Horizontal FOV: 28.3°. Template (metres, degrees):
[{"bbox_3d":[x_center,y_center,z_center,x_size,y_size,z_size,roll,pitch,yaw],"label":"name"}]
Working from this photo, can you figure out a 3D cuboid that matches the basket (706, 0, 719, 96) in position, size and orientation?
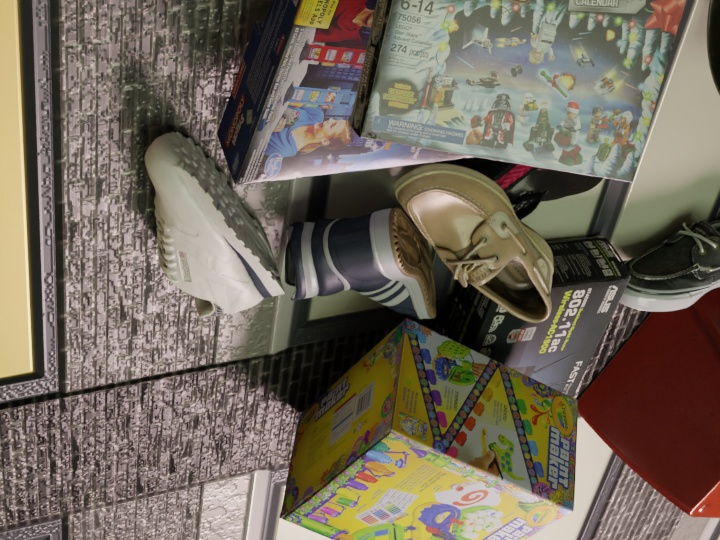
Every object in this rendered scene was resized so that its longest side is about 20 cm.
[{"bbox_3d":[0.407,-0.215,1.161,0.199,0.136,0.181,-10,133,-25],"label":"basket"}]

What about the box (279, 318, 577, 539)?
[{"bbox_3d":[0.063,0.174,1.308,0.192,0.122,0.200,26,138,-19],"label":"box"}]

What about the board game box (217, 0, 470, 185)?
[{"bbox_3d":[0.023,-0.147,1.015,0.199,0.062,0.200,2,134,-27],"label":"board game box"}]

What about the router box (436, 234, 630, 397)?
[{"bbox_3d":[0.153,0.062,1.369,0.149,0.062,0.201,-7,137,-25],"label":"router box"}]

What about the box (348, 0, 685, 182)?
[{"bbox_3d":[0.103,-0.141,0.937,0.199,0.040,0.138,7,109,-17],"label":"box"}]

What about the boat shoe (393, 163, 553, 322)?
[{"bbox_3d":[0.101,-0.020,1.185,0.072,0.065,0.200,-25,139,27],"label":"boat shoe"}]

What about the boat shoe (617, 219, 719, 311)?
[{"bbox_3d":[0.328,-0.018,1.387,0.199,0.072,0.071,-17,132,-28],"label":"boat shoe"}]

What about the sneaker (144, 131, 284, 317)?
[{"bbox_3d":[-0.127,-0.026,1.112,0.080,0.077,0.200,-21,140,7],"label":"sneaker"}]

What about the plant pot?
[{"bbox_3d":[0.387,0.153,1.512,0.199,0.177,0.200,8,129,-36],"label":"plant pot"}]

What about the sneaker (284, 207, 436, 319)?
[{"bbox_3d":[0.000,0.000,1.213,0.108,0.070,0.200,-9,162,11],"label":"sneaker"}]

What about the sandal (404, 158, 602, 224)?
[{"bbox_3d":[0.134,-0.072,1.225,0.199,0.045,0.075,-11,138,-19],"label":"sandal"}]
